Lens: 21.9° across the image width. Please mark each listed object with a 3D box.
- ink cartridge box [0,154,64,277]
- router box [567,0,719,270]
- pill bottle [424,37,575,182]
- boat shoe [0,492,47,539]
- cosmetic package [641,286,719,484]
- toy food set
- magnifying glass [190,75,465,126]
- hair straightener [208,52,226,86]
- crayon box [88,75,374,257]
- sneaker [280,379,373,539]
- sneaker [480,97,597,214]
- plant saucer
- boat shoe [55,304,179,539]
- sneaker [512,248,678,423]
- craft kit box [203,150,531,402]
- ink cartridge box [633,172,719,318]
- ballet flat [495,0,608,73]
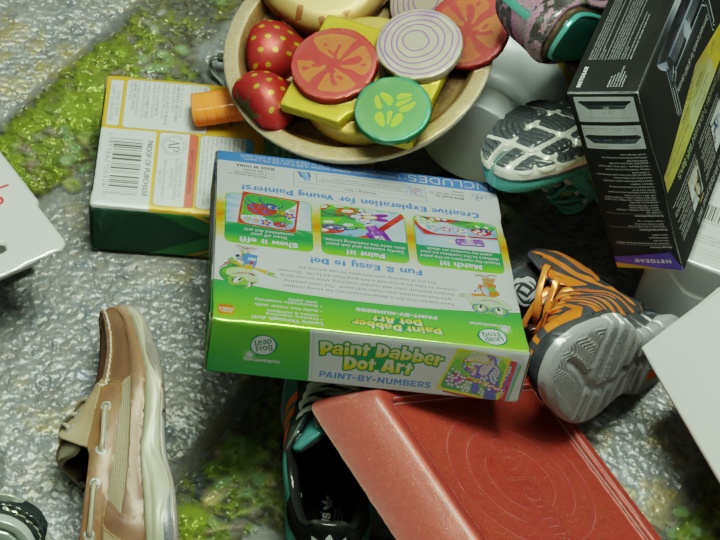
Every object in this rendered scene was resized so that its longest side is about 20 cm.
[{"bbox_3d":[-0.297,-0.042,1.265,0.116,0.068,0.200,-26,59,-26],"label":"ink cartridge box"},{"bbox_3d":[0.211,-0.125,1.284,0.052,0.158,0.201,3,45,28],"label":"router box"},{"bbox_3d":[0.113,-0.165,1.406,0.111,0.112,0.201,20,53,8],"label":"pill bottle"},{"bbox_3d":[-0.285,0.173,1.109,0.198,0.076,0.060,-2,13,2],"label":"boat shoe"},{"bbox_3d":[0.276,0.116,1.194,0.081,0.113,0.201,-37,57,19],"label":"cosmetic package"},{"bbox_3d":[0.001,-0.161,1.301,0.197,0.049,0.201,17,62,16],"label":"toy food set"},{"bbox_3d":[-0.021,-0.128,1.322,0.198,0.022,0.080,-9,59,3],"label":"magnifying glass"},{"bbox_3d":[-0.025,-0.170,1.389,0.199,0.041,0.077,-12,36,18],"label":"hair straightener"},{"bbox_3d":[-0.090,-0.071,1.340,0.198,0.052,0.126,4,51,-4],"label":"crayon box"},{"bbox_3d":[-0.015,0.106,1.188,0.071,0.080,0.201,3,51,-5],"label":"sneaker"},{"bbox_3d":[0.155,-0.076,1.329,0.077,0.080,0.199,27,26,32],"label":"sneaker"},{"bbox_3d":[0.095,0.138,1.156,0.199,0.037,0.200,-1,46,-45],"label":"plant saucer"},{"bbox_3d":[-0.158,0.106,1.174,0.071,0.076,0.201,-4,50,-9],"label":"boat shoe"},{"bbox_3d":[0.130,0.040,1.240,0.112,0.078,0.200,31,13,24],"label":"sneaker"},{"bbox_3d":[0.000,0.000,1.201,0.198,0.049,0.198,7,31,-7],"label":"craft kit box"},{"bbox_3d":[0.286,-0.045,1.365,0.115,0.068,0.201,21,52,8],"label":"ink cartridge box"},{"bbox_3d":[0.154,-0.175,1.317,0.071,0.069,0.200,45,20,23],"label":"ballet flat"}]
